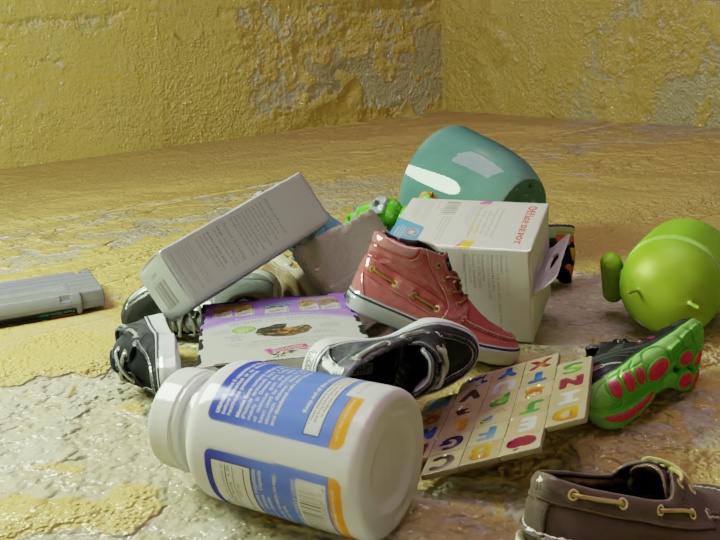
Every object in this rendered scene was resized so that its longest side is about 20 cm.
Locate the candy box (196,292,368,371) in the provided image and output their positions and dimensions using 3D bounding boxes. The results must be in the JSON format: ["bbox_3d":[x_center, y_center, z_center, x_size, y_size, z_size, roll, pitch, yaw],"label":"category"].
[{"bbox_3d":[-0.080,0.088,0.899,0.167,0.072,0.200,-4,15,-7],"label":"candy box"}]

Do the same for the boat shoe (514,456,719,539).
[{"bbox_3d":[0.187,0.157,0.575,0.199,0.060,0.072,4,6,-29],"label":"boat shoe"}]

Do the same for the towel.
[{"bbox_3d":[0.000,0.000,1.105,0.034,0.133,0.200,-38,-4,32],"label":"towel"}]

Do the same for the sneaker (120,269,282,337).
[{"bbox_3d":[-0.189,0.056,1.038,0.199,0.075,0.116,-12,29,-4],"label":"sneaker"}]

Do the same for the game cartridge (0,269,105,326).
[{"bbox_3d":[-0.464,0.041,1.207,0.199,0.039,0.130,-10,21,-24],"label":"game cartridge"}]

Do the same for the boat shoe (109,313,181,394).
[{"bbox_3d":[-0.226,0.092,0.909,0.067,0.072,0.200,-9,17,-17],"label":"boat shoe"}]

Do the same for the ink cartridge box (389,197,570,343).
[{"bbox_3d":[0.144,-0.002,1.045,0.199,0.126,0.129,5,31,21],"label":"ink cartridge box"}]

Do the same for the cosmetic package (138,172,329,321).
[{"bbox_3d":[-0.143,-0.028,0.998,0.200,0.074,0.102,-36,4,-31],"label":"cosmetic package"}]

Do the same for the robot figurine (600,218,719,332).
[{"bbox_3d":[0.375,0.006,1.033,0.175,0.116,0.200,11,20,26],"label":"robot figurine"}]

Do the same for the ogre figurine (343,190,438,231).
[{"bbox_3d":[0.079,-0.051,1.234,0.098,0.200,0.120,-47,-7,-15],"label":"ogre figurine"}]

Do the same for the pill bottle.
[{"bbox_3d":[-0.062,0.130,0.673,0.199,0.113,0.112,7,18,30],"label":"pill bottle"}]

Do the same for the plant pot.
[{"bbox_3d":[0.184,-0.104,1.338,0.200,0.201,0.161,-16,32,-39],"label":"plant pot"}]

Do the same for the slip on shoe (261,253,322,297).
[{"bbox_3d":[-0.091,0.029,1.135,0.061,0.076,0.200,-38,29,-8],"label":"slip on shoe"}]

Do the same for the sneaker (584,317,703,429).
[{"bbox_3d":[0.264,0.086,0.841,0.199,0.077,0.084,-14,23,-38],"label":"sneaker"}]

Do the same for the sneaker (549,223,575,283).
[{"bbox_3d":[0.211,-0.012,1.169,0.199,0.090,0.070,-6,-3,-29],"label":"sneaker"}]

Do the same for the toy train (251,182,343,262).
[{"bbox_3d":[-0.060,-0.045,1.195,0.200,0.087,0.114,34,-1,-18],"label":"toy train"}]

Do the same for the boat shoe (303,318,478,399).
[{"bbox_3d":[0.046,0.084,0.782,0.199,0.072,0.068,1,5,-41],"label":"boat shoe"}]

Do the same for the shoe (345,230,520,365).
[{"bbox_3d":[0.090,0.028,0.934,0.199,0.091,0.071,21,11,-3],"label":"shoe"}]

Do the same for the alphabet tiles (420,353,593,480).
[{"bbox_3d":[0.119,0.122,0.761,0.166,0.006,0.200,-18,10,21],"label":"alphabet tiles"}]
